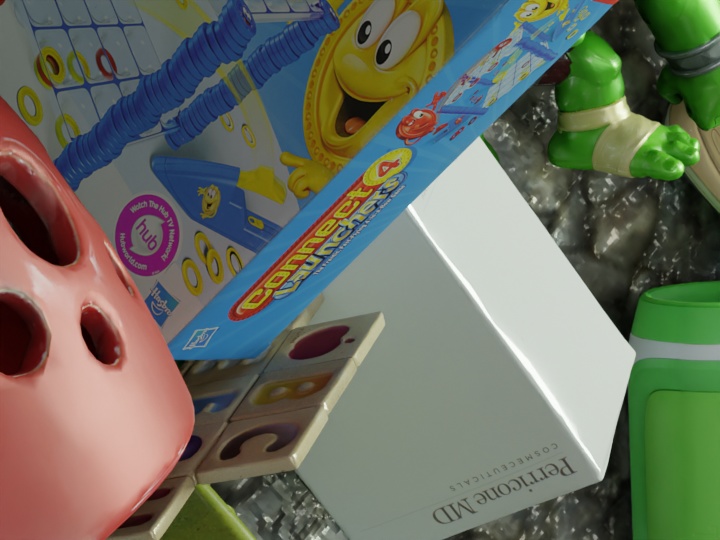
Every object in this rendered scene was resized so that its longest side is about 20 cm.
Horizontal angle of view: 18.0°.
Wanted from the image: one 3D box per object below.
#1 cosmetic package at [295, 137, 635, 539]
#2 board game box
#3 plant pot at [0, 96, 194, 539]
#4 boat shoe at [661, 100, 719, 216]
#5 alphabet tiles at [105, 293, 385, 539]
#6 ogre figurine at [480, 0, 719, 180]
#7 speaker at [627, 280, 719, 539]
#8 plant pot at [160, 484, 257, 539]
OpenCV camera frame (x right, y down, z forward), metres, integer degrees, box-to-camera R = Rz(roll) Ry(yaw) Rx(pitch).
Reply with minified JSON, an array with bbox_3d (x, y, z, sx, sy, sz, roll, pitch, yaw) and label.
[{"bbox_3d":[0.000,0.000,0.829,0.200,0.113,0.081,52,33,-18],"label":"cosmetic package"},{"bbox_3d":[-0.037,-0.109,0.713,0.056,0.196,0.200,1,50,-57],"label":"board game box"},{"bbox_3d":[-0.167,0.008,0.611,0.200,0.200,0.183,-30,103,-25],"label":"plant pot"},{"bbox_3d":[0.208,-0.012,1.001,0.200,0.065,0.072,33,69,-10],"label":"boat shoe"},{"bbox_3d":[-0.095,0.053,0.741,0.167,0.199,0.006,-55,130,-60],"label":"alphabet tiles"},{"bbox_3d":[0.060,-0.089,0.894,0.199,0.098,0.120,-9,115,4],"label":"ogre figurine"},{"bbox_3d":[0.159,0.108,0.972,0.088,0.088,0.201,-7,98,-30],"label":"speaker"},{"bbox_3d":[-0.103,0.158,0.738,0.193,0.200,0.201,-40,113,-10],"label":"plant pot"}]
